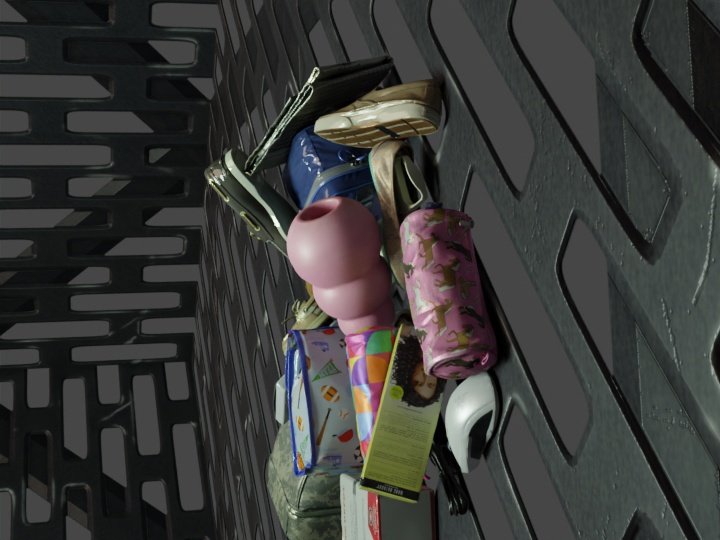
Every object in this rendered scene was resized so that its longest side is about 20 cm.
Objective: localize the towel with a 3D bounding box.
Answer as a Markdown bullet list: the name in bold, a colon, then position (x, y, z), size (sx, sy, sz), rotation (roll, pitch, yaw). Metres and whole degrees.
- **towel**: position (-0.062, -0.222, 1.599), size (0.035, 0.200, 0.193), rotation (51, 129, 9)

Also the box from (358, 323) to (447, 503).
- **box**: position (0.056, 0.171, 1.359), size (0.050, 0.075, 0.201), rotation (109, 175, -77)

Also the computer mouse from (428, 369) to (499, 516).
- **computer mouse**: position (0.114, 0.193, 1.322), size (0.110, 0.044, 0.201), rotation (-105, 20, -46)

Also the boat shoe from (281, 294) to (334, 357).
- **boat shoe**: position (-0.054, 0.046, 1.699), size (0.063, 0.200, 0.073), rotation (40, 173, 14)

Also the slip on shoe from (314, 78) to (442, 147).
- **slip on shoe**: position (0.023, -0.204, 1.465), size (0.199, 0.076, 0.061), rotation (-5, 70, 46)

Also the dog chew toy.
- **dog chew toy**: position (-0.016, 0.006, 1.482), size (0.201, 0.124, 0.125), rotation (67, 175, -24)

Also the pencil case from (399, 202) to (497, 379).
- **pencil case**: position (0.099, 0.025, 1.286), size (0.087, 0.082, 0.201), rotation (129, 139, -54)

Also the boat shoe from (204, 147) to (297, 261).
- **boat shoe**: position (-0.144, -0.085, 1.645), size (0.202, 0.060, 0.072), rotation (52, -156, -20)

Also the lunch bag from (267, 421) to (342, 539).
- **lunch bag**: position (-0.068, 0.323, 1.841), size (0.200, 0.138, 0.169), rotation (-123, 34, -62)

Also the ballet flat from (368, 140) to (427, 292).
- **ballet flat**: position (0.060, -0.071, 1.454), size (0.067, 0.068, 0.201), rotation (-14, 92, 39)

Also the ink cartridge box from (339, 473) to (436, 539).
- **ink cartridge box**: position (0.036, 0.359, 1.558), size (0.200, 0.083, 0.145), rotation (175, 93, -74)

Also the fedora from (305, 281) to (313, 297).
- **fedora**: position (-0.042, -0.049, 1.782), size (0.201, 0.081, 0.202), rotation (2, -90, -88)

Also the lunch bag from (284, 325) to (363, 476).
- **lunch bag**: position (-0.013, 0.175, 1.566), size (0.124, 0.169, 0.201), rotation (136, 130, -64)

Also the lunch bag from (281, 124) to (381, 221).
- **lunch bag**: position (-0.021, -0.126, 1.616), size (0.200, 0.135, 0.133), rotation (118, 131, -67)

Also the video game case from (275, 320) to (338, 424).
- **video game case**: position (-0.064, 0.142, 1.743), size (0.022, 0.182, 0.200), rotation (39, 161, 11)

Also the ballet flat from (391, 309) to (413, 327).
- **ballet flat**: position (0.061, 0.140, 1.502), size (0.070, 0.069, 0.201), rotation (112, 153, -57)

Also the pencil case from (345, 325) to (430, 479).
- **pencil case**: position (0.032, 0.169, 1.429), size (0.088, 0.088, 0.202), rotation (160, 102, -74)

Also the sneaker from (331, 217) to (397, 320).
- **sneaker**: position (0.000, 0.000, 1.569), size (0.074, 0.118, 0.201), rotation (63, 159, 24)
